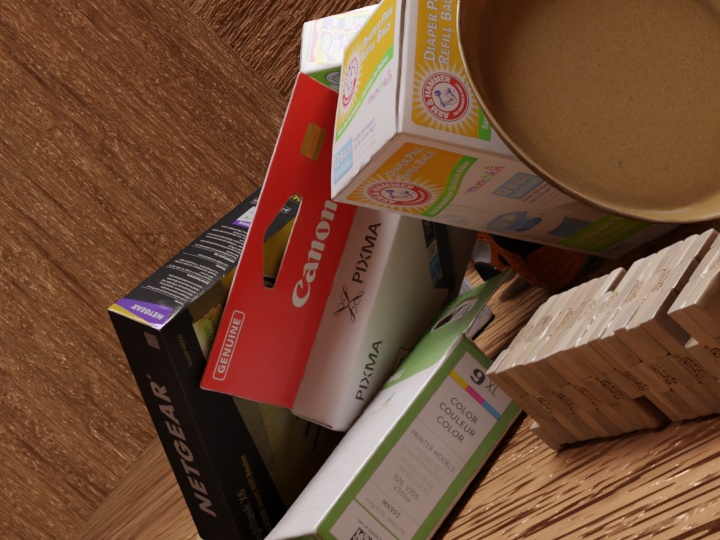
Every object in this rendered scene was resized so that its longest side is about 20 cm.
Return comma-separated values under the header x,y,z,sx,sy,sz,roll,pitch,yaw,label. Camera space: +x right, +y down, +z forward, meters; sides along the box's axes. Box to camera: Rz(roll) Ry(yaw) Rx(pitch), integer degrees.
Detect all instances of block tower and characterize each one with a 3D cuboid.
x,y,z,sx,sy,sz,roll,pitch,yaw,label
0.125,0.031,0.552,0.054,0.058,0.200,-49,5,-24,block tower

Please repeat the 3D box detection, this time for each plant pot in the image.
x,y,z,sx,sy,sz,roll,pitch,yaw,label
0.142,-0.109,0.670,0.200,0.199,0.028,-51,-5,-29,plant pot

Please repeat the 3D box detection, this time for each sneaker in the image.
x,y,z,sx,sy,sz,roll,pitch,yaw,label
0.133,-0.041,0.909,0.092,0.076,0.200,-37,9,-10,sneaker

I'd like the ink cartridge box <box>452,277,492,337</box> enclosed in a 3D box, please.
x,y,z,sx,sy,sz,roll,pitch,yaw,label
0.020,-0.034,1.053,0.043,0.196,0.200,-45,6,3,ink cartridge box

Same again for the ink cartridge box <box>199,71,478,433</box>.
x,y,z,sx,sy,sz,roll,pitch,yaw,label
0.000,0.000,0.799,0.044,0.176,0.202,15,86,38,ink cartridge box

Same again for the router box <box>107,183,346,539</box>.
x,y,z,sx,sy,sz,roll,pitch,yaw,label
-0.063,0.064,0.823,0.052,0.202,0.157,17,46,38,router box

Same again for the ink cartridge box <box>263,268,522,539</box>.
x,y,z,sx,sy,sz,roll,pitch,yaw,label
0.034,0.100,0.748,0.200,0.059,0.104,-51,5,-25,ink cartridge box

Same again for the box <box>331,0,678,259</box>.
x,y,z,sx,sy,sz,roll,pitch,yaw,label
0.093,-0.086,0.736,0.112,0.198,0.103,144,133,-63,box

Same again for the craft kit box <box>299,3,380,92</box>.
x,y,z,sx,sy,sz,roll,pitch,yaw,label
0.091,-0.122,0.849,0.198,0.197,0.049,-8,69,25,craft kit box

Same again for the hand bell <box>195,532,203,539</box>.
x,y,z,sx,sy,sz,roll,pitch,yaw,label
-0.106,0.235,0.877,0.104,0.104,0.201,-41,21,49,hand bell
